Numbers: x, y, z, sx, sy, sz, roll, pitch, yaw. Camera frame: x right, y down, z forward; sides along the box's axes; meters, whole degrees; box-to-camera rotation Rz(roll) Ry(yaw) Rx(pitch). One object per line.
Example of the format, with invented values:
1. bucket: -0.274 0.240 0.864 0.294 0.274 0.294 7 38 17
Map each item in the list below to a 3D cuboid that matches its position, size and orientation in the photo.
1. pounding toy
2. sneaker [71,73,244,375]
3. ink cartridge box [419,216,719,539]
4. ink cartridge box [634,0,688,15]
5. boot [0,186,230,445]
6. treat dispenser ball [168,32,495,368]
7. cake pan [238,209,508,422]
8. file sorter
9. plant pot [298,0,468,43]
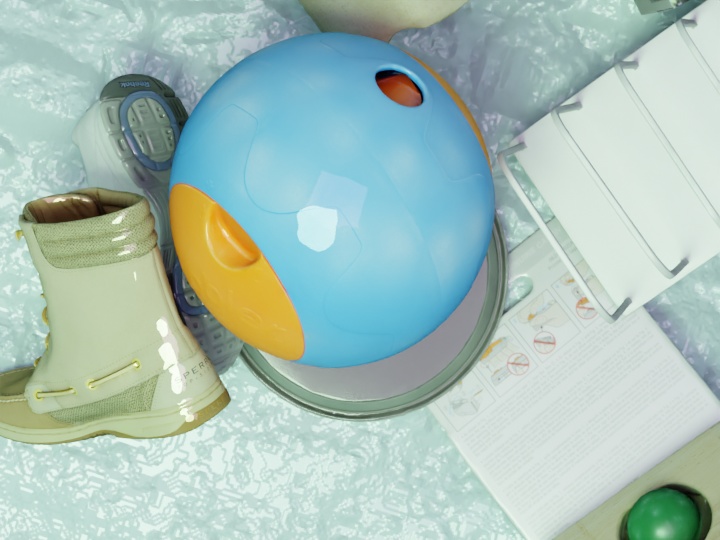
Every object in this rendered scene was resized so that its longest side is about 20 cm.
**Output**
1. pounding toy: 0.211 0.217 1.438 0.183 0.142 0.200 -35 131 -1
2. sneaker: -0.129 -0.025 1.468 0.074 0.087 0.202 -17 88 -33
3. ink cartridge box: 0.139 0.088 1.526 0.160 0.047 0.200 -38 79 0
4. ink cartridge box: 0.268 -0.235 1.468 0.199 0.109 0.051 -28 96 -2
5. boot: -0.184 0.028 1.420 0.073 0.199 0.157 -37 115 -43
6. treat dispenser ball: -0.017 -0.043 1.374 0.199 0.201 0.203 0 94 -4
7. cake pan: 0.000 0.000 1.493 0.198 0.037 0.202 0 91 0
8. file sorter: 0.202 -0.076 1.424 0.199 0.124 0.139 -35 87 16
9. plant pot: 0.000 -0.246 1.422 0.199 0.201 0.184 -31 107 -1
